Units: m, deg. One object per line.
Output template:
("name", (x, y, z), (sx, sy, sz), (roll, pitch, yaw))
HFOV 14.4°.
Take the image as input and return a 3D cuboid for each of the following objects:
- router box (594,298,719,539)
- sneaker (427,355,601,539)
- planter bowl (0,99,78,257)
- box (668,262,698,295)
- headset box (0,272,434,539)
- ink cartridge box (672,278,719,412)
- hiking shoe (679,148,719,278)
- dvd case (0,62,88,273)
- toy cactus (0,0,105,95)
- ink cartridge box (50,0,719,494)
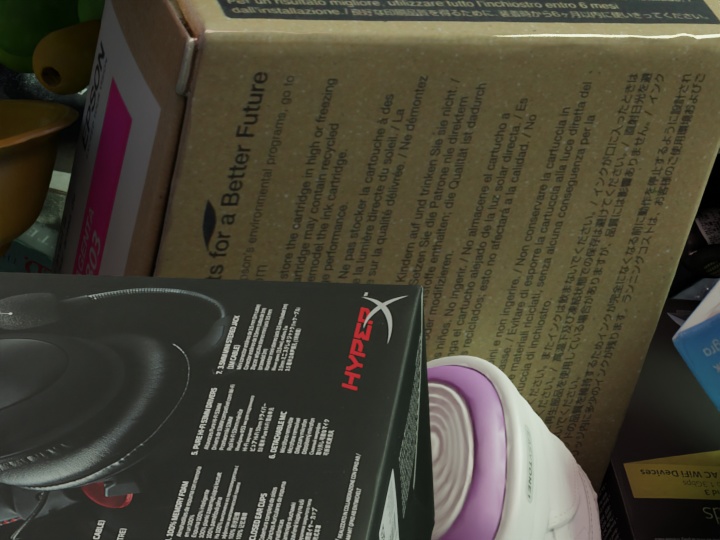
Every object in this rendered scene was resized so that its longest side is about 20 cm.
("router box", (0.160, 0.084, 0.887), (0.199, 0.052, 0.158), (5, 42, -18))
("sneaker", (0.037, 0.128, 0.753), (0.074, 0.100, 0.201), (-7, 63, 31))
("planter bowl", (-0.172, 0.008, 0.786), (0.199, 0.084, 0.200), (-7, 10, 1))
("box", (0.110, -0.073, 0.929), (0.044, 0.201, 0.160), (39, 42, 24))
("headset box", (-0.090, 0.070, 0.641), (0.198, 0.075, 0.149), (2, 35, 8))
("ink cartridge box", (0.184, 0.062, 0.788), (0.201, 0.067, 0.116), (55, 40, -7))
("hiking shoe", (0.146, -0.028, 0.928), (0.100, 0.200, 0.076), (-15, 68, 1))
("dvd case", (-0.069, -0.054, 0.948), (0.145, 0.022, 0.200), (28, 41, 11))
("toy cactus", (-0.041, -0.078, 0.910), (0.164, 0.103, 0.200), (13, 25, -27))
("ink cartridge box", (0.000, 0.000, 0.800), (0.164, 0.201, 0.075), (-1, 37, -23))
